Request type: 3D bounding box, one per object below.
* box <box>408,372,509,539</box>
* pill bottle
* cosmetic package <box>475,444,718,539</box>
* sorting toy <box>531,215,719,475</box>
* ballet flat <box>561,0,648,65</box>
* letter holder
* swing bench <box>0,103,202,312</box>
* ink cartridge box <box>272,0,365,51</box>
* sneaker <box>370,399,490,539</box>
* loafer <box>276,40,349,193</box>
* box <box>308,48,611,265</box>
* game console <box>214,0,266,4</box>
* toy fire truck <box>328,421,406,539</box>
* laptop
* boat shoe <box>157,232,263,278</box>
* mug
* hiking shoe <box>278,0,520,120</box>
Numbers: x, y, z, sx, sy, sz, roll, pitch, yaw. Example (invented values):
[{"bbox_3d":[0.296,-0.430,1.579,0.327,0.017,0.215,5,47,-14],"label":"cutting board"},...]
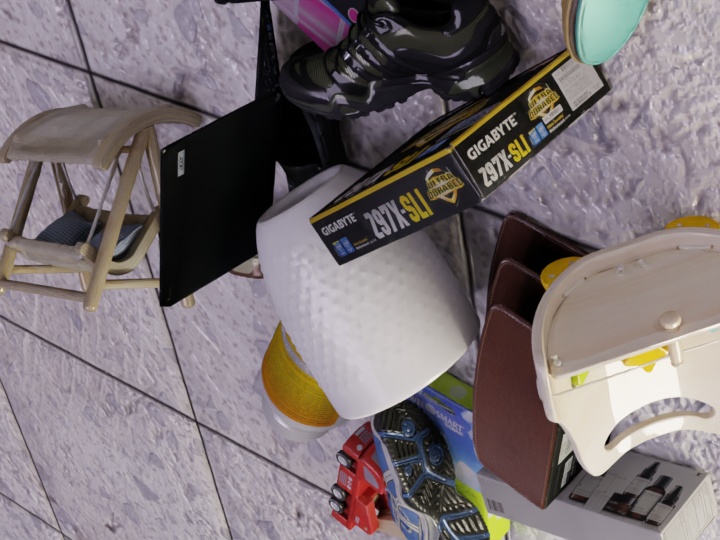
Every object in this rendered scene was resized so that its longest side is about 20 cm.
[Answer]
[{"bbox_3d":[0.089,0.175,1.409,0.121,0.048,0.202,28,141,29],"label":"box"},{"bbox_3d":[-0.038,0.089,1.418,0.111,0.111,0.201,43,146,10],"label":"pill bottle"},{"bbox_3d":[0.203,0.194,1.261,0.198,0.082,0.051,11,129,44],"label":"cosmetic package"},{"bbox_3d":[0.216,0.073,1.062,0.107,0.197,0.182,-113,7,-51],"label":"sorting toy"},{"bbox_3d":[0.163,-0.227,0.931,0.202,0.068,0.063,99,151,-46],"label":"ballet flat"},{"bbox_3d":[0.137,0.073,1.206,0.141,0.100,0.202,33,143,27],"label":"letter holder"},{"bbox_3d":[-0.270,-0.069,1.459,0.197,0.129,0.203,6,95,47],"label":"swing bench"},{"bbox_3d":[-0.052,-0.256,1.170,0.200,0.037,0.095,46,147,11],"label":"ink cartridge box"},{"bbox_3d":[0.050,0.209,1.375,0.076,0.076,0.202,-1,121,45],"label":"sneaker"},{"bbox_3d":[-0.050,-0.109,1.276,0.068,0.070,0.202,34,143,27],"label":"loafer"},{"bbox_3d":[0.070,-0.084,1.076,0.050,0.159,0.199,54,148,-9],"label":"box"},{"bbox_3d":[-0.088,-0.320,1.113,0.173,0.117,0.203,-3,117,6],"label":"game console"},{"bbox_3d":[0.034,0.267,1.564,0.140,0.049,0.201,35,143,21],"label":"toy fire truck"},{"bbox_3d":[-0.122,-0.101,1.214,0.179,0.102,0.202,99,166,-45],"label":"laptop"},{"bbox_3d":[-0.137,-0.043,1.460,0.201,0.074,0.076,9,107,46],"label":"boat shoe"},{"bbox_3d":[0.000,0.000,1.233,0.146,0.200,0.177,-29,103,19],"label":"mug"},{"bbox_3d":[0.020,-0.179,1.097,0.197,0.076,0.102,-5,123,26],"label":"hiking shoe"}]
